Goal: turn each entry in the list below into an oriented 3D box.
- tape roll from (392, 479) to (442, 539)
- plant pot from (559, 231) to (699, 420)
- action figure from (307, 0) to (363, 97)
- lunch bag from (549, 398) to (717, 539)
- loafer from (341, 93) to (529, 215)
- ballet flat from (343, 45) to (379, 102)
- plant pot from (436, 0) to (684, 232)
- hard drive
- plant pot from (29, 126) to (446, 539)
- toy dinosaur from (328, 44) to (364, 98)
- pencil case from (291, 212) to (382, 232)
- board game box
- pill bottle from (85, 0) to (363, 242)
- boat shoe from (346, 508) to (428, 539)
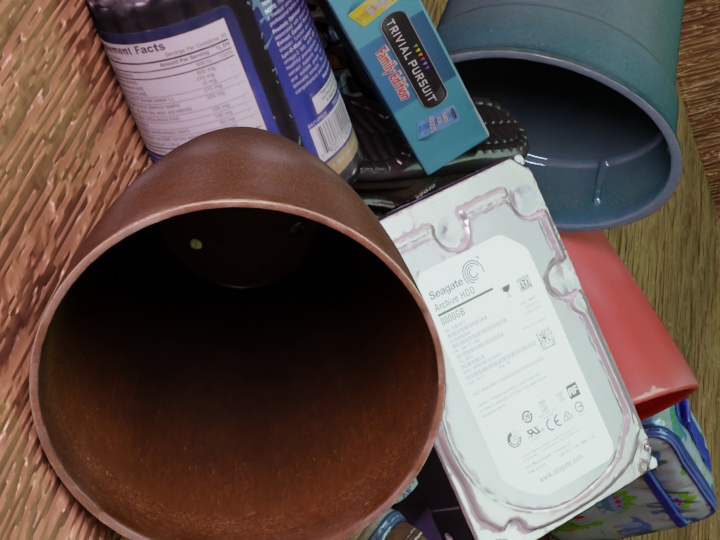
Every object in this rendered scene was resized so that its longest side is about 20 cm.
[{"bbox_3d":[0.066,0.092,1.364,0.200,0.066,0.201,-160,-90,-76],"label":"tape roll"},{"bbox_3d":[0.124,0.045,1.617,0.178,0.200,0.200,67,15,10],"label":"plant pot"},{"bbox_3d":[-0.038,-0.126,1.399,0.200,0.069,0.130,-46,129,-67],"label":"action figure"},{"bbox_3d":[0.207,0.157,1.826,0.200,0.160,0.083,53,28,-55],"label":"lunch bag"},{"bbox_3d":[0.011,-0.060,1.334,0.073,0.200,0.071,63,-39,37],"label":"loafer"},{"bbox_3d":[0.050,-0.093,1.424,0.057,0.066,0.200,-82,151,-47],"label":"ballet flat"},{"bbox_3d":[0.138,-0.163,1.511,0.200,0.200,0.196,57,40,-49],"label":"plant pot"},{"bbox_3d":[0.074,0.050,1.234,0.140,0.038,0.200,-25,92,-32],"label":"hard drive"},{"bbox_3d":[-0.060,0.010,1.069,0.200,0.187,0.187,-97,167,-64],"label":"plant pot"},{"bbox_3d":[0.018,-0.086,1.608,0.200,0.105,0.182,-44,136,-32],"label":"toy dinosaur"},{"bbox_3d":[0.000,0.000,1.406,0.090,0.078,0.200,63,16,4],"label":"pencil case"},{"bbox_3d":[-0.004,-0.167,1.247,0.151,0.047,0.200,59,1,34],"label":"board game box"},{"bbox_3d":[-0.080,-0.124,1.177,0.112,0.112,0.200,-73,146,-60],"label":"pill bottle"},{"bbox_3d":[0.024,0.204,1.257,0.072,0.072,0.200,-52,158,-18],"label":"boat shoe"}]
